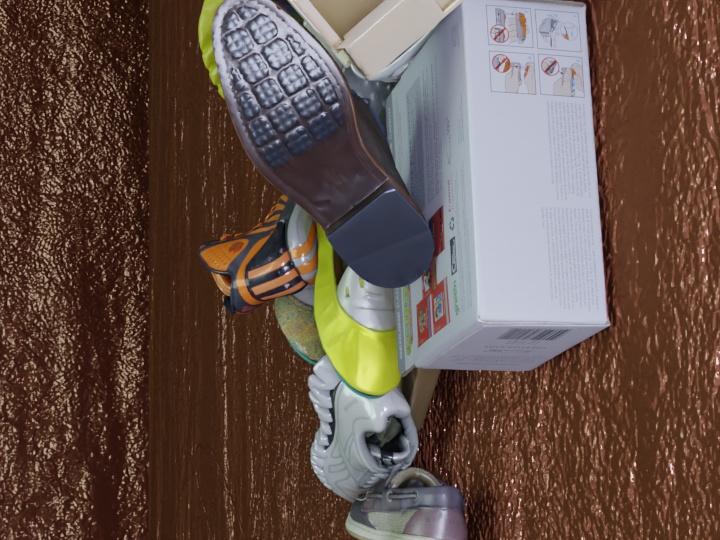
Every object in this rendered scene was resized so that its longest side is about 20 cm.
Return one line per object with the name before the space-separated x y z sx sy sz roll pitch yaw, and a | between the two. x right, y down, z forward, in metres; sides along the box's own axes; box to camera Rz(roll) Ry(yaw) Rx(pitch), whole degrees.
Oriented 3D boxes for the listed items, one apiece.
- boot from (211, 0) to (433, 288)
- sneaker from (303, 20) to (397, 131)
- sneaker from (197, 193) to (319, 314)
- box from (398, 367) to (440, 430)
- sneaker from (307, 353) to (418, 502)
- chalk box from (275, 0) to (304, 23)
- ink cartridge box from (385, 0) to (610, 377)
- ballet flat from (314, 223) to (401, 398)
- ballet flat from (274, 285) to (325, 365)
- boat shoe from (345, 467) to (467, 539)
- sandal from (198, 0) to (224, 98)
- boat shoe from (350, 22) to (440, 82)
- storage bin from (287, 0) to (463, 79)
boot | -0.028 -0.085 0.992 0.200 0.075 0.097 58 -174 -18
sneaker | -0.007 -0.160 1.216 0.080 0.076 0.201 0 70 40
sneaker | -0.074 -0.032 1.349 0.078 0.112 0.200 62 -162 -17
box | 0.039 0.014 1.243 0.200 0.021 0.164 102 163 -65
sneaker | 0.007 0.136 1.276 0.081 0.075 0.200 45 159 30
chalk box | -0.033 -0.248 1.371 0.200 0.124 0.124 139 145 -70
ink cartridge box | 0.078 -0.044 1.021 0.176 0.083 0.201 136 134 -69
ballet flat | 0.000 0.000 1.219 0.201 0.067 0.067 -98 23 -43
ballet flat | -0.040 0.010 1.400 0.200 0.070 0.071 -107 22 -63
boat shoe | 0.039 0.178 1.210 0.200 0.072 0.065 170 113 -79
sandal | -0.055 -0.148 1.313 0.200 0.079 0.087 52 -159 -16
boat shoe | 0.056 -0.195 1.043 0.071 0.070 0.200 52 129 13
storage bin | 0.011 -0.248 0.974 0.199 0.200 0.094 52 -176 35
